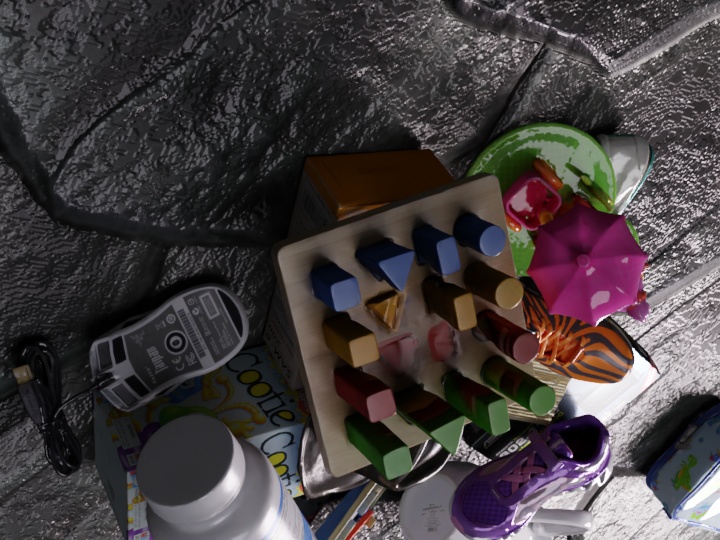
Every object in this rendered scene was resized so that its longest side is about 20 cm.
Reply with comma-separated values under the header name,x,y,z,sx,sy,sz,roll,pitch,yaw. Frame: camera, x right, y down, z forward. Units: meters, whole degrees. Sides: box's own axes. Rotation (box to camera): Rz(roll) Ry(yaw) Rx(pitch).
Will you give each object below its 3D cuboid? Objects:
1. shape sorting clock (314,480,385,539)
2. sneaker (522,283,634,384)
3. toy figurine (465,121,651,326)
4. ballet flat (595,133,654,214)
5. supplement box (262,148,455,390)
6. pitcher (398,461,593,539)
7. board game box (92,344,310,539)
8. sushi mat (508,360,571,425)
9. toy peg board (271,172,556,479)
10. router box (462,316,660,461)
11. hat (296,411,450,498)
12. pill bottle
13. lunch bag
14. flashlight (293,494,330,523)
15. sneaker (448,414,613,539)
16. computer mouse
name,x,y,z,sx,sy,sz,roll,pitch,yaw
shape sorting clock,-0.001,0.244,1.288,0.200,0.039,0.200,-49,173,-8
sneaker,0.168,0.070,1.184,0.198,0.112,0.078,25,113,-5
toy figurine,0.193,-0.009,1.091,0.199,0.185,0.150,38,105,-25
ballet flat,0.211,-0.046,1.217,0.069,0.070,0.202,2,123,-34
supplement box,0.000,0.000,1.102,0.125,0.074,0.202,-8,132,-28
pitcher,0.150,0.276,1.407,0.170,0.123,0.199,-19,152,31
board game box,-0.129,0.150,1.135,0.198,0.105,0.104,-13,135,-24
sushi mat,0.114,0.103,1.266,0.197,0.012,0.096,11,123,-14
toy peg board,0.056,0.052,1.002,0.198,0.098,0.202,-20,110,-19
router box,0.210,0.130,1.371,0.200,0.062,0.150,-44,137,10
hat,0.038,0.143,1.124,0.200,0.081,0.202,-36,147,-28
pill bottle,-0.109,0.206,1.037,0.111,0.113,0.201,-30,137,-5
lunch bag,0.471,0.263,1.654,0.199,0.083,0.161,21,114,-43
flashlight,-0.043,0.190,1.247,0.201,0.068,0.068,-54,170,20
sneaker,0.179,0.205,1.303,0.198,0.081,0.089,-25,153,-18
computer mouse,-0.185,0.079,1.058,0.198,0.111,0.044,-26,-178,-17
